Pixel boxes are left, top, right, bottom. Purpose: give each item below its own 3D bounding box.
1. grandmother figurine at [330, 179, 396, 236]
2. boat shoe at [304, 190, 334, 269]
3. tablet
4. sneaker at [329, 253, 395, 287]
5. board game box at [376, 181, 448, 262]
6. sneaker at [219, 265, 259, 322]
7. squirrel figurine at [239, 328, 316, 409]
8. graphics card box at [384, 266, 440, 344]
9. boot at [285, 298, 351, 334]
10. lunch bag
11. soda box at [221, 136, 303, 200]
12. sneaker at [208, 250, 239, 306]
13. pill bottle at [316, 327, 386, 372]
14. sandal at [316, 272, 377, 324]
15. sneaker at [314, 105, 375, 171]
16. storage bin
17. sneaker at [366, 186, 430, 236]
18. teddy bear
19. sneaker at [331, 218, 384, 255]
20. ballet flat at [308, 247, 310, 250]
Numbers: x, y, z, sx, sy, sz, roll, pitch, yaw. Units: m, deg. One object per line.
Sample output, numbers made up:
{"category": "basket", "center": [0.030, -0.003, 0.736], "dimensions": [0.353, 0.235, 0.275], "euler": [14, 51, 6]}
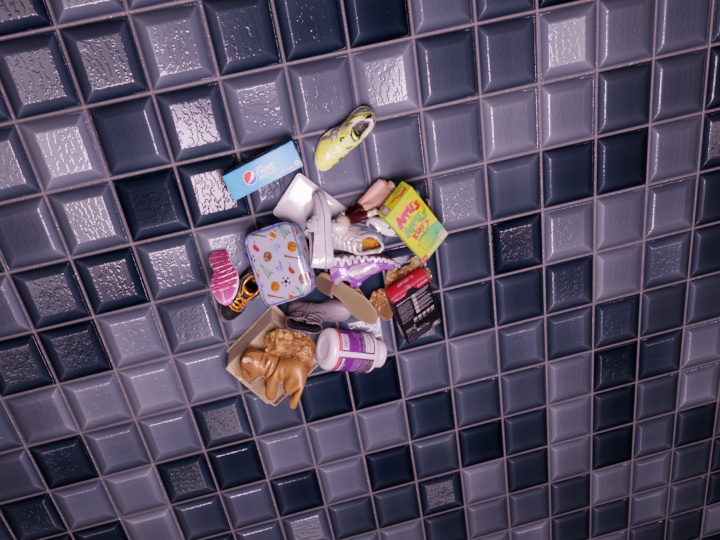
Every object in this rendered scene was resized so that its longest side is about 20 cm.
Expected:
{"category": "grandmother figurine", "center": [0.000, -0.160, 1.368], "dimensions": [0.198, 0.120, 0.062], "euler": [-40, 111, -15]}
{"category": "boat shoe", "center": [-0.110, -0.106, 1.335], "dimensions": [0.064, 0.074, 0.208], "euler": [-4, 71, -18]}
{"category": "tablet", "center": [-0.122, -0.149, 1.412], "dimensions": [0.197, 0.014, 0.132], "euler": [34, 103, -19]}
{"category": "sneaker", "center": [0.000, 0.000, 1.437], "dimensions": [0.191, 0.080, 0.093], "euler": [-2, 99, -12]}
{"category": "board game box", "center": [0.137, -0.120, 1.356], "dimensions": [0.102, 0.048, 0.199], "euler": [-48, 130, 0]}
{"category": "sneaker", "center": [-0.319, 0.063, 1.430], "dimensions": [0.077, 0.078, 0.202], "euler": [33, 105, -21]}
{"category": "squirrel figurine", "center": [-0.220, 0.233, 1.394], "dimensions": [0.181, 0.142, 0.206], "euler": [22, 107, -5]}
{"category": "graphics card box", "center": [0.150, 0.101, 1.485], "dimensions": [0.123, 0.051, 0.204], "euler": [-32, 131, -9]}
{"category": "boot", "center": [-0.112, 0.134, 1.461], "dimensions": [0.191, 0.132, 0.073], "euler": [1, 111, -10]}
{"category": "lunch bag", "center": [-0.206, -0.021, 1.341], "dimensions": [0.154, 0.075, 0.208], "euler": [-16, 94, 15]}
{"category": "soda box", "center": [-0.243, -0.255, 1.322], "dimensions": [0.194, 0.065, 0.069], "euler": [-27, 113, 2]}
{"category": "sneaker", "center": [-0.344, 0.034, 1.358], "dimensions": [0.071, 0.202, 0.090], "euler": [-17, 129, -12]}
{"category": "pill bottle", "center": [-0.023, 0.230, 1.510], "dimensions": [0.194, 0.113, 0.116], "euler": [12, 111, -33]}
{"category": "sandal", "center": [-0.028, 0.061, 1.485], "dimensions": [0.208, 0.070, 0.079], "euler": [33, 129, 2]}
{"category": "sneaker", "center": [-0.043, -0.329, 1.319], "dimensions": [0.075, 0.077, 0.200], "euler": [40, 102, -23]}
{"category": "storage bin", "center": [-0.247, 0.246, 1.505], "dimensions": [0.199, 0.094, 0.199], "euler": [-42, 112, 8]}
{"category": "sneaker", "center": [0.109, -0.161, 1.400], "dimensions": [0.192, 0.079, 0.135], "euler": [6, 104, -24]}
{"category": "teddy bear", "center": [0.114, 0.046, 1.505], "dimensions": [0.142, 0.067, 0.203], "euler": [26, 105, -37]}
{"category": "sneaker", "center": [-0.029, -0.085, 1.404], "dimensions": [0.191, 0.082, 0.079], "euler": [0, 118, -13]}
{"category": "ballet flat", "center": [-0.173, -0.030, 1.409], "dimensions": [0.191, 0.073, 0.076], "euler": [7, 112, 8]}
